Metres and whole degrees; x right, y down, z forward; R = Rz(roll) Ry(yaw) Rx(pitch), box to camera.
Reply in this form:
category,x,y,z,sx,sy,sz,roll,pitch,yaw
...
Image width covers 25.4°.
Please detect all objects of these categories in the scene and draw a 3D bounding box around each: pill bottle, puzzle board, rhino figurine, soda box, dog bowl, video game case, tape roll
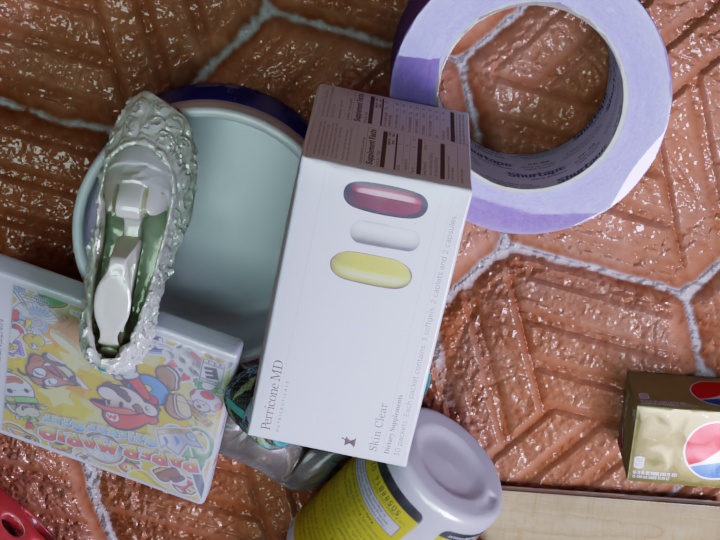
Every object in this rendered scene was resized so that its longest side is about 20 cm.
category,x,y,z,sx,sy,sz,roll,pitch,yaw
pill bottle,0.010,0.208,1.255,0.111,0.112,0.200,36,120,-12
puzzle board,0.194,0.251,1.329,0.198,0.017,0.152,4,112,1
rhino figurine,-0.099,0.112,1.259,0.199,0.060,0.088,24,124,-6
soda box,0.307,0.129,1.252,0.198,0.064,0.068,4,111,0
dog bowl,-0.110,-0.035,1.193,0.198,0.079,0.202,1,111,1
video game case,-0.197,0.086,1.212,0.199,0.023,0.183,19,134,2
tape roll,0.119,-0.134,1.146,0.198,0.085,0.201,1,112,1

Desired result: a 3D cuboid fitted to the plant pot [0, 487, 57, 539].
category,x,y,z,sx,sy,sz,roll,pitch,yaw
plant pot,-0.305,0.285,1.261,0.182,0.201,0.200,42,107,-17

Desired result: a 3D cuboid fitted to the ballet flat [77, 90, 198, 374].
category,x,y,z,sx,sy,sz,roll,pitch,yaw
ballet flat,-0.156,-0.022,1.103,0.071,0.072,0.202,9,97,-2

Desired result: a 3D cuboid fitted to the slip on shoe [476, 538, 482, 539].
category,x,y,z,sx,sy,sz,roll,pitch,yaw
slip on shoe,0.046,0.290,1.329,0.061,0.074,0.201,41,118,23

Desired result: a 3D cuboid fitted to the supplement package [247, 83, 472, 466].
category,x,y,z,sx,sy,sz,roll,pitch,yaw
supplement package,0.000,0.000,1.075,0.110,0.156,0.201,11,113,-2

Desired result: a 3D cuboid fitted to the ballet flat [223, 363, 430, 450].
category,x,y,z,sx,sy,sz,roll,pitch,yaw
ballet flat,-0.026,0.084,1.209,0.074,0.199,0.075,4,96,37
